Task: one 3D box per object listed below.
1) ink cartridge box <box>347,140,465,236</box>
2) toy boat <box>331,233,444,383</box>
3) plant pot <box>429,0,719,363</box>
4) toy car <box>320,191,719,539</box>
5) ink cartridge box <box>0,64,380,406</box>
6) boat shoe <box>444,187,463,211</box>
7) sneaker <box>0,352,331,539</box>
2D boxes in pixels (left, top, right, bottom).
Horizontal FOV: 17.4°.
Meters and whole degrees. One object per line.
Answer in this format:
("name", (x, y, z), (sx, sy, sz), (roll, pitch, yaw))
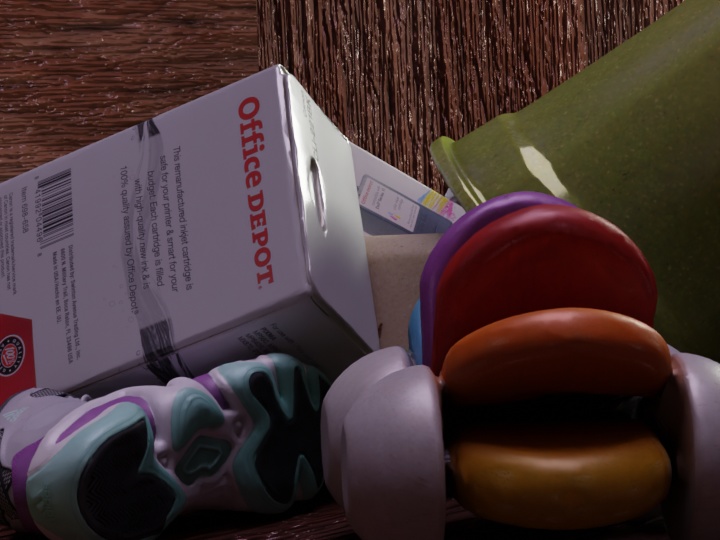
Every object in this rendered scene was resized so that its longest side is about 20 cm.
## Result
("ink cartridge box", (0.000, 0.000, 1.317), (0.200, 0.067, 0.117), (30, -37, -6))
("toy boat", (0.024, 0.059, 1.231), (0.199, 0.131, 0.131), (0, -25, 28))
("plant pot", (0.168, -0.048, 1.171), (0.184, 0.200, 0.200), (-42, -4, 10))
("toy car", (0.073, 0.042, 1.003), (0.174, 0.151, 0.200), (-3, 4, -6))
("ink cartridge box", (-0.099, 0.005, 1.192), (0.199, 0.145, 0.084), (-22, -36, 20))
("boat shoe", (0.071, -0.003, 1.386), (0.073, 0.067, 0.200), (24, -38, 2))
("sneaker", (-0.112, 0.079, 1.110), (0.140, 0.078, 0.200), (1, 5, 38))
